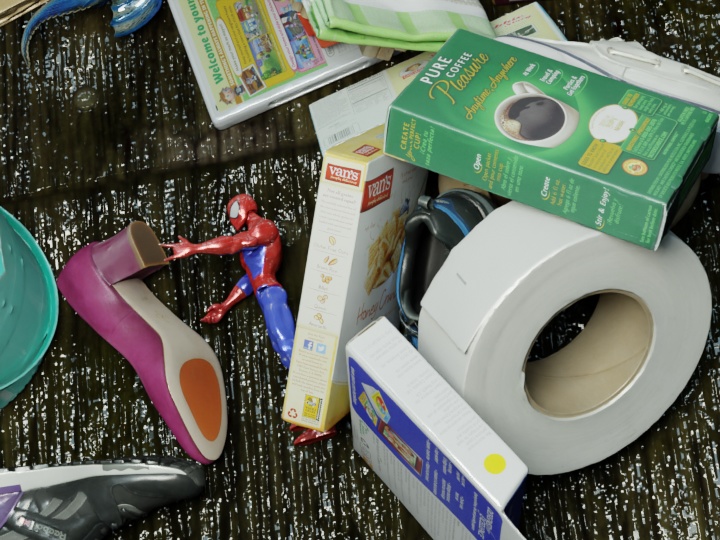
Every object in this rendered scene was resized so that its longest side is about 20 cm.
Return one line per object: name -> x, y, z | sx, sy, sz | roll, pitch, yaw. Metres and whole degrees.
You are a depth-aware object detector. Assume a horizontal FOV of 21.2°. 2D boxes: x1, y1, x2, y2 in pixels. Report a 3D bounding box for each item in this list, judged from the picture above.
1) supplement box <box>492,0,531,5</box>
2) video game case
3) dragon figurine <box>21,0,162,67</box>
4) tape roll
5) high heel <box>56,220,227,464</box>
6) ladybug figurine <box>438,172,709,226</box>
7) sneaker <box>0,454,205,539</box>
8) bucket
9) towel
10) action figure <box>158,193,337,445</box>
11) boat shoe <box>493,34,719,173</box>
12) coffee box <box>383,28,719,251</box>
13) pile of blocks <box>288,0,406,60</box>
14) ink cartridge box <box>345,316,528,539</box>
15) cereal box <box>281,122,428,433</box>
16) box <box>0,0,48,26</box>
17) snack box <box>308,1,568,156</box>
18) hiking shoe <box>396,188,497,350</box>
supplement box -> 0.150, -0.321, 1.522 | 0.110, 0.086, 0.200 | -3, 72, 12
video game case -> -0.067, -0.235, 1.576 | 0.182, 0.022, 0.200 | -23, 69, 4
dragon figurine -> -0.201, -0.232, 1.564 | 0.200, 0.059, 0.099 | -46, 55, 2
tape roll -> 0.141, 0.041, 1.338 | 0.202, 0.202, 0.071 | -38, 42, -2
high heel -> -0.169, 0.068, 1.491 | 0.096, 0.067, 0.200 | -31, 69, 32
ladybug figurine -> 0.160, -0.065, 1.442 | 0.200, 0.072, 0.136 | 0, 72, 13
sneaker -> -0.209, 0.187, 1.451 | 0.200, 0.076, 0.088 | -6, 85, 14
bucket -> -0.341, 0.022, 1.488 | 0.207, 0.135, 0.207 | -4, 72, 12
towel -> 0.018, -0.229, 1.472 | 0.149, 0.031, 0.200 | 3, 36, -18
action figure -> -0.089, 0.037, 1.464 | 0.099, 0.065, 0.200 | -13, 69, -5
boat shoe -> 0.186, -0.134, 1.384 | 0.200, 0.072, 0.066 | 18, 59, 10
coffee box -> 0.129, -0.092, 1.303 | 0.200, 0.044, 0.123 | 20, 42, 15
pile of blocks -> -0.047, -0.216, 1.513 | 0.200, 0.082, 0.062 | 38, 124, 24
ink cartridge box -> 0.068, 0.148, 1.324 | 0.047, 0.198, 0.200 | -39, 69, -17
cereal box -> 0.000, 0.000, 1.373 | 0.039, 0.144, 0.200 | 16, 110, 17
box -> -0.335, -0.296, 1.654 | 0.163, 0.021, 0.200 | -27, 68, 2
snack box -> 0.061, -0.136, 1.470 | 0.200, 0.116, 0.037 | -24, 113, 4
hiking shoe -> 0.053, 0.042, 1.395 | 0.074, 0.087, 0.200 | 3, 99, 32
